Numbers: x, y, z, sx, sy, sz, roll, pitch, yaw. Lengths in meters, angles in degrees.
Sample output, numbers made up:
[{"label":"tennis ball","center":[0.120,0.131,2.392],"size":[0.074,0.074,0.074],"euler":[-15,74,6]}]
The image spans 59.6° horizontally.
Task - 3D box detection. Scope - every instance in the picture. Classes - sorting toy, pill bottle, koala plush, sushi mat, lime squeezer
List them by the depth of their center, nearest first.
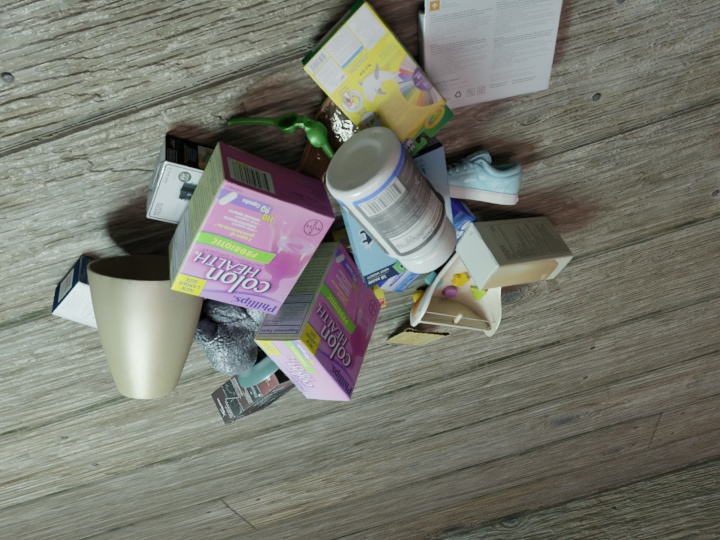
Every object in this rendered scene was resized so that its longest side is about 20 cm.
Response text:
[{"label":"pill bottle","center":[0.050,-0.089,0.865],"size":[0.112,0.115,0.200],"euler":[-29,134,17]},{"label":"lime squeezer","center":[-0.090,-0.196,0.900],"size":[0.196,0.038,0.071],"euler":[23,157,-11]},{"label":"koala plush","center":[-0.196,0.066,1.122],"size":[0.198,0.185,0.177],"euler":[-36,137,7]},{"label":"sorting toy","center":[0.209,0.026,1.253],"size":[0.196,0.108,0.182],"euler":[10,128,-26]},{"label":"sushi mat","center":[0.118,0.142,1.334],"size":[0.093,0.012,0.200],"euler":[7,167,-8]}]

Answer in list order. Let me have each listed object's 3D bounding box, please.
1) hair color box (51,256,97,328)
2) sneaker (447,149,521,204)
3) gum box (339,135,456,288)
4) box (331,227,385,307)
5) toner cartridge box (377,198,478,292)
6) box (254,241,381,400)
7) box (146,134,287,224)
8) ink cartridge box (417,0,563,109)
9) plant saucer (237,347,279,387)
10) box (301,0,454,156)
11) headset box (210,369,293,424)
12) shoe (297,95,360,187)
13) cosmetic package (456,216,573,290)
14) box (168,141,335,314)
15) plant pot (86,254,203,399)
[{"label":"hair color box","center":[-0.424,0.059,1.112],"size":[0.099,0.061,0.198],"euler":[-38,135,27]},{"label":"sneaker","center":[0.177,-0.165,1.047],"size":[0.195,0.074,0.084],"euler":[5,108,-15]},{"label":"gum box","center":[0.059,-0.087,0.979],"size":[0.167,0.045,0.203],"euler":[-24,132,-8]},{"label":"box","center":[0.000,0.000,1.184],"size":[0.073,0.051,0.202],"euler":[-14,141,-2]},{"label":"toner cartridge box","center":[0.113,-0.044,1.126],"size":[0.200,0.044,0.094],"euler":[-44,155,18]},{"label":"box","center":[-0.064,0.087,1.079],"size":[0.095,0.203,0.177],"euler":[-3,138,32]},{"label":"box","center":[-0.217,-0.120,0.966],"size":[0.196,0.061,0.117],"euler":[11,135,-27]},{"label":"ink cartridge box","center":[0.175,-0.325,0.861],"size":[0.195,0.041,0.202],"euler":[-12,141,-4]},{"label":"plant saucer","center":[-0.166,0.135,1.198],"size":[0.198,0.201,0.028],"euler":[-35,109,23]},{"label":"box","center":[0.028,-0.245,0.848],"size":[0.117,0.049,0.200],"euler":[-40,116,13]},{"label":"headset box","center":[-0.195,0.230,1.330],"size":[0.199,0.078,0.148],"euler":[-37,167,26]},{"label":"shoe","center":[-0.043,-0.204,0.936],"size":[0.069,0.054,0.201],"euler":[26,125,-13]},{"label":"cosmetic package","center":[0.283,-0.034,1.157],"size":[0.196,0.107,0.072],"euler":[-6,145,-31]},{"label":"box","center":[-0.164,-0.054,0.924],"size":[0.173,0.098,0.201],"euler":[17,124,-32]},{"label":"plant pot","center":[-0.342,0.093,1.010],"size":[0.183,0.187,0.205],"euler":[2,101,-19]}]
